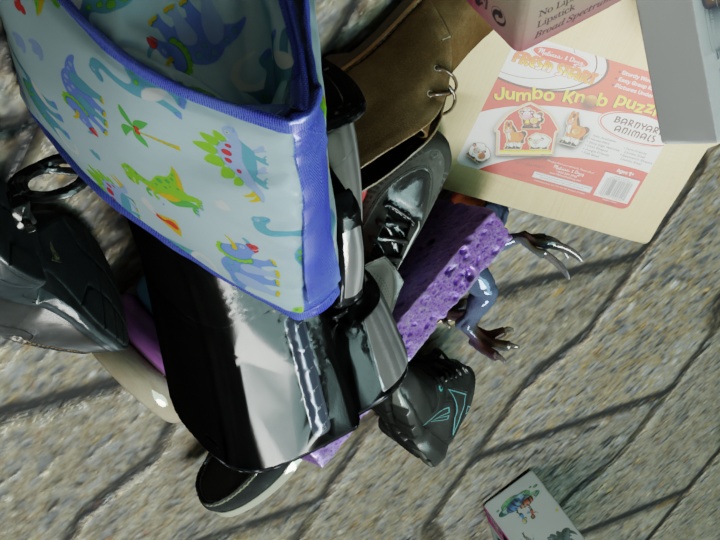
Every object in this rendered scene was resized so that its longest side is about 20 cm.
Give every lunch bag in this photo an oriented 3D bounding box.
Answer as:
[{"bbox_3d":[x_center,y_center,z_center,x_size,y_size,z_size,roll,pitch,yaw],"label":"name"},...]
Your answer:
[{"bbox_3d":[-0.076,-0.090,0.945,0.127,0.200,0.170,-31,153,-15],"label":"lunch bag"}]

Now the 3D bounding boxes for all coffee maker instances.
[{"bbox_3d":[-0.078,0.000,1.124,0.191,0.135,0.201,-11,124,-1],"label":"coffee maker"}]

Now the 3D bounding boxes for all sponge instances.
[{"bbox_3d":[0.005,0.035,1.326,0.200,0.111,0.030,-49,115,-16],"label":"sponge"}]

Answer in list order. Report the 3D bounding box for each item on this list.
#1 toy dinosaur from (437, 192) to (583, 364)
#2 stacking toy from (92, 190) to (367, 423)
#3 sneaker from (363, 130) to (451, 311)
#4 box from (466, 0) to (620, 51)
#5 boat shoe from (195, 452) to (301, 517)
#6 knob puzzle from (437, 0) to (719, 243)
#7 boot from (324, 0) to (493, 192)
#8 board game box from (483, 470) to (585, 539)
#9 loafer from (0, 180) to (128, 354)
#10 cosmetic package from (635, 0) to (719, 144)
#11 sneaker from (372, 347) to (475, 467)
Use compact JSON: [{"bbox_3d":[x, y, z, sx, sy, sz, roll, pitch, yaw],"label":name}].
[{"bbox_3d":[0.082,-0.024,1.408,0.199,0.105,0.182,-19,131,-17],"label":"toy dinosaur"},{"bbox_3d":[-0.075,-0.005,1.243,0.200,0.085,0.085,-47,155,-1],"label":"stacking toy"},{"bbox_3d":[0.000,0.000,1.276,0.200,0.090,0.066,-49,126,-1],"label":"sneaker"},{"bbox_3d":[0.110,-0.235,1.063,0.128,0.109,0.200,-29,153,-19],"label":"box"},{"bbox_3d":[-0.061,0.094,1.435,0.067,0.072,0.200,19,121,-40],"label":"boat shoe"},{"bbox_3d":[0.145,-0.119,1.297,0.218,0.031,0.220,-1,131,-1],"label":"knob puzzle"},{"bbox_3d":[0.039,-0.117,1.204,0.200,0.076,0.074,-38,153,-5],"label":"boot"},{"bbox_3d":[0.208,0.310,1.986,0.064,0.200,0.148,-36,154,-7],"label":"board game box"},{"bbox_3d":[-0.191,0.006,1.117,0.072,0.073,0.200,-21,154,13],"label":"loafer"},{"bbox_3d":[0.232,-0.192,1.227,0.150,0.052,0.201,-22,105,-36],"label":"cosmetic package"},{"bbox_3d":[0.043,0.090,1.573,0.079,0.075,0.200,-51,162,-7],"label":"sneaker"}]
